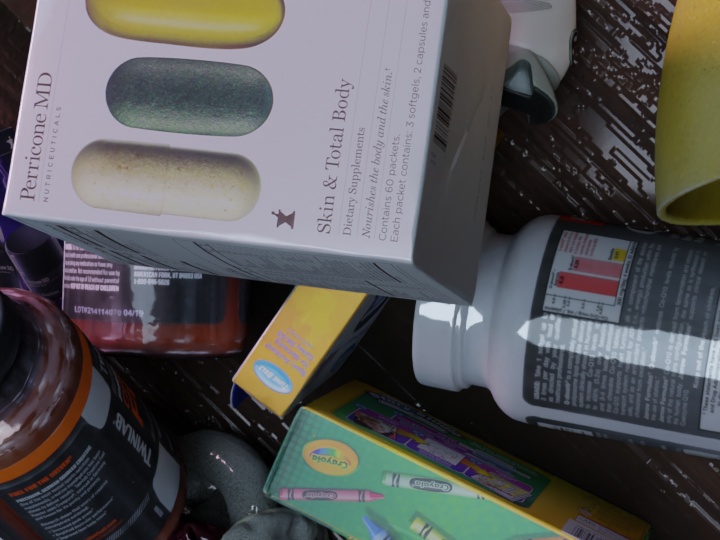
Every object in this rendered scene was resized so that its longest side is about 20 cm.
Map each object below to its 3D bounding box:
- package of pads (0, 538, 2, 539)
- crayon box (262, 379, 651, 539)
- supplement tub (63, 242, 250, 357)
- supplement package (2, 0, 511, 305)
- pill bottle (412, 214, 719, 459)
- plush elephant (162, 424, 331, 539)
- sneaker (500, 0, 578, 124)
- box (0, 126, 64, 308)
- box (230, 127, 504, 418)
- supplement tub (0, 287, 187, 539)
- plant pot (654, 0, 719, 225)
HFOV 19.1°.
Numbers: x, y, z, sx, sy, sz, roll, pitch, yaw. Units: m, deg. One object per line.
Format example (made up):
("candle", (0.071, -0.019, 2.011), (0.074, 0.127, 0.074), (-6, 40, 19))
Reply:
("package of pads", (-0.264, 0.174, 1.274), (0.200, 0.154, 0.068), (-43, 87, 18))
("crayon box", (0.057, 0.133, 1.191), (0.199, 0.119, 0.059), (25, 99, 11))
("supplement tub", (-0.111, -0.053, 1.199), (0.106, 0.107, 0.201), (3, 90, 15))
("supplement package", (-0.044, -0.076, 1.040), (0.199, 0.151, 0.153), (7, 84, 15))
("pill bottle", (0.135, 0.032, 1.154), (0.199, 0.116, 0.117), (10, 103, 14))
("plush elephant", (-0.082, 0.183, 1.222), (0.199, 0.155, 0.166), (7, 102, 15))
("sneaker", (0.023, -0.151, 1.164), (0.199, 0.074, 0.089), (19, 72, 1))
("box", (-0.247, 0.018, 1.210), (0.079, 0.200, 0.142), (-33, 90, 36))
("box", (0.000, 0.000, 1.185), (0.041, 0.119, 0.200), (35, 108, 6))
("supplement tub", (-0.172, 0.080, 1.112), (0.106, 0.200, 0.107), (-10, 56, 16))
("plant pot", (0.235, -0.115, 1.071), (0.199, 0.200, 0.143), (-12, 81, 18))
